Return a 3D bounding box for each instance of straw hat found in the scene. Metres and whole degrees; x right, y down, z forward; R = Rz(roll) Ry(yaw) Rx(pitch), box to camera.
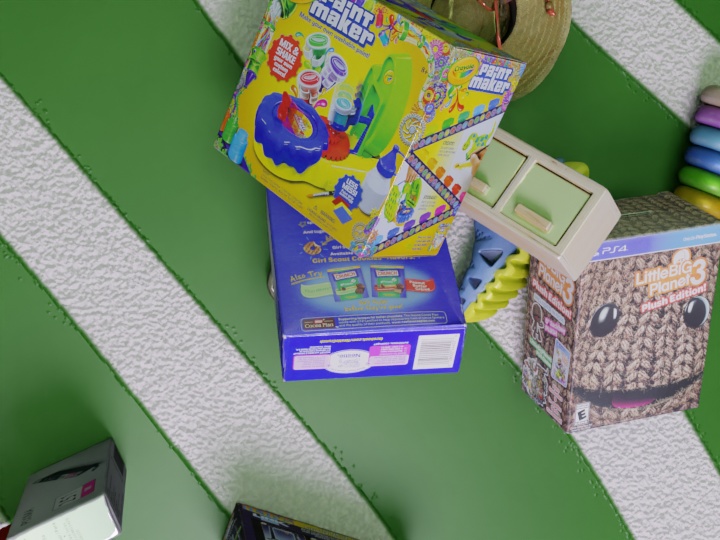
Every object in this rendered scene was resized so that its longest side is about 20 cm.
[{"bbox_3d":[0.106,-0.249,1.159,0.199,0.085,0.203,2,84,-17],"label":"straw hat"}]

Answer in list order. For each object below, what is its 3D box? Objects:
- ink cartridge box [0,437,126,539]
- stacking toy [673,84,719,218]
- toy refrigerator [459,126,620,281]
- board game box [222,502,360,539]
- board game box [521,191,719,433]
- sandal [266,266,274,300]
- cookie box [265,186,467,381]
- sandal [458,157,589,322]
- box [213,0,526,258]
[{"bbox_3d":[-0.302,0.231,1.075,0.172,0.200,0.044,-24,100,-7],"label":"ink cartridge box"},{"bbox_3d":[0.364,-0.086,1.222,0.085,0.085,0.202,18,97,-10],"label":"stacking toy"},{"bbox_3d":[0.130,-0.079,1.068,0.199,0.070,0.076,36,88,30],"label":"toy refrigerator"},{"bbox_3d":[-0.033,0.300,1.141,0.198,0.165,0.057,20,90,-10],"label":"board game box"},{"bbox_3d":[0.256,0.039,1.159,0.158,0.097,0.202,-9,115,-19],"label":"board game box"},{"bbox_3d":[0.003,0.031,1.178,0.199,0.057,0.080,23,90,-5],"label":"sandal"},{"bbox_3d":[0.000,0.000,1.111,0.169,0.076,0.201,-2,50,-8],"label":"cookie box"},{"bbox_3d":[0.149,-0.039,1.198,0.087,0.079,0.201,35,94,21],"label":"sandal"},{"bbox_3d":[0.004,-0.145,1.034,0.199,0.122,0.194,36,112,31],"label":"box"}]
